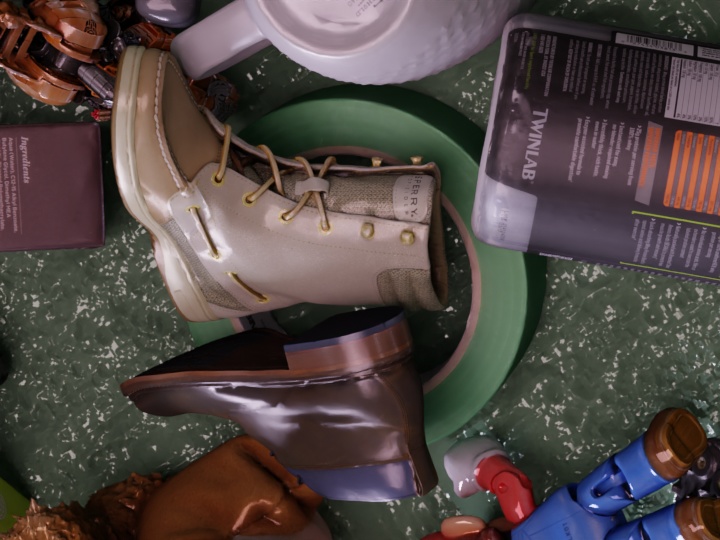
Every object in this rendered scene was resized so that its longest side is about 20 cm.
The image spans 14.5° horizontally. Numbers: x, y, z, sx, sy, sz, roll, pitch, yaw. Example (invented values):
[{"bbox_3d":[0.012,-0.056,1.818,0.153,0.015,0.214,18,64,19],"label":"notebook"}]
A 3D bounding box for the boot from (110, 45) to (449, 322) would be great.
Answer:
[{"bbox_3d":[-0.038,-0.044,1.454,0.154,0.072,0.200,0,143,15],"label":"boot"}]

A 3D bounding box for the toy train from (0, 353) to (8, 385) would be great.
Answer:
[{"bbox_3d":[-0.284,0.010,1.632,0.114,0.085,0.200,-21,95,8],"label":"toy train"}]

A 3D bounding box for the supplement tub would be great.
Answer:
[{"bbox_3d":[0.162,-0.057,1.440,0.200,0.123,0.123,10,108,2],"label":"supplement tub"}]

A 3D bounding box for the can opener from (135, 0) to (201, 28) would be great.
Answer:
[{"bbox_3d":[-0.069,-0.225,1.491,0.067,0.053,0.200,10,91,1],"label":"can opener"}]

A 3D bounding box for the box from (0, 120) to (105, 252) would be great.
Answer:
[{"bbox_3d":[-0.240,-0.043,1.547,0.199,0.100,0.075,-4,92,-6],"label":"box"}]

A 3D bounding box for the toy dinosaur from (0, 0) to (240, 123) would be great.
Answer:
[{"bbox_3d":[-0.158,-0.131,1.516,0.102,0.136,0.200,-42,132,8],"label":"toy dinosaur"}]

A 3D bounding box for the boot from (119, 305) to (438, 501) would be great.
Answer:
[{"bbox_3d":[-0.045,0.082,1.507,0.200,0.075,0.097,-11,102,43],"label":"boot"}]

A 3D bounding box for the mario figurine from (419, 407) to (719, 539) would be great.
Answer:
[{"bbox_3d":[0.113,0.144,1.545,0.200,0.124,0.106,-27,135,31],"label":"mario figurine"}]

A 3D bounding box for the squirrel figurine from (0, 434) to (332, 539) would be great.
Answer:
[{"bbox_3d":[-0.107,0.191,1.554,0.200,0.187,0.142,9,130,24],"label":"squirrel figurine"}]

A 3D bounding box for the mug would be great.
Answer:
[{"bbox_3d":[-0.009,-0.155,1.447,0.200,0.175,0.148,-29,94,22],"label":"mug"}]

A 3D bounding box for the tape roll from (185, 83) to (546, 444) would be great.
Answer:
[{"bbox_3d":[0.000,0.000,1.555,0.200,0.048,0.201,5,106,16],"label":"tape roll"}]

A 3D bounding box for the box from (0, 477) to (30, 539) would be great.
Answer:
[{"bbox_3d":[-0.282,0.125,1.608,0.122,0.200,0.048,-12,58,19],"label":"box"}]

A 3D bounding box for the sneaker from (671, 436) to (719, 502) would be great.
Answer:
[{"bbox_3d":[0.228,0.182,1.534,0.072,0.072,0.200,-29,82,50],"label":"sneaker"}]
